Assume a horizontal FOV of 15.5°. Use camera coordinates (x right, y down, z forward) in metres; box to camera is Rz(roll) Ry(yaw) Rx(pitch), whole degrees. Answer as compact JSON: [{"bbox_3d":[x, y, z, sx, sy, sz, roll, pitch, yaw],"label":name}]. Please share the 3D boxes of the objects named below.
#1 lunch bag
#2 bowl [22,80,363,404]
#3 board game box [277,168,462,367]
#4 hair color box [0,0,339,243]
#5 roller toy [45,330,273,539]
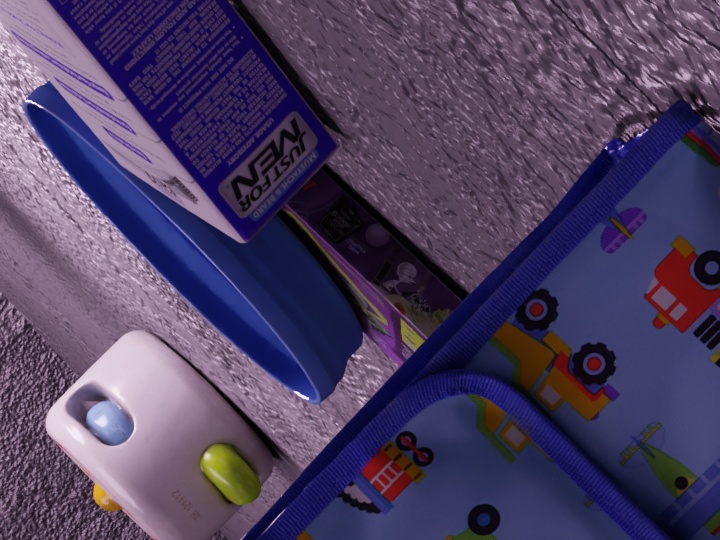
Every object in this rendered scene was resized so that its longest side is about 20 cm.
[{"bbox_3d":[0.065,0.080,0.726,0.151,0.200,0.094,44,171,-1],"label":"lunch bag"},{"bbox_3d":[-0.076,-0.020,1.244,0.201,0.039,0.201,44,171,9],"label":"bowl"},{"bbox_3d":[0.000,0.000,1.198,0.200,0.032,0.120,43,167,11],"label":"board game box"},{"bbox_3d":[-0.104,-0.109,1.051,0.109,0.065,0.200,32,163,50],"label":"hair color box"},{"bbox_3d":[-0.183,0.159,2.344,0.182,0.140,0.200,45,171,-3],"label":"roller toy"}]
